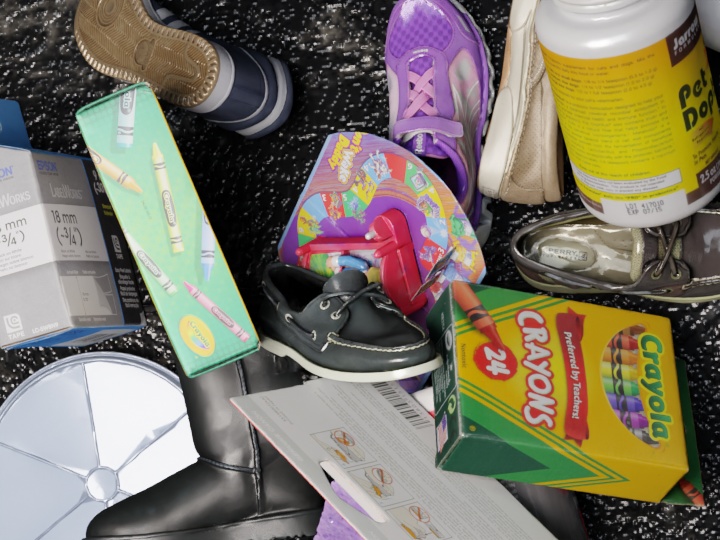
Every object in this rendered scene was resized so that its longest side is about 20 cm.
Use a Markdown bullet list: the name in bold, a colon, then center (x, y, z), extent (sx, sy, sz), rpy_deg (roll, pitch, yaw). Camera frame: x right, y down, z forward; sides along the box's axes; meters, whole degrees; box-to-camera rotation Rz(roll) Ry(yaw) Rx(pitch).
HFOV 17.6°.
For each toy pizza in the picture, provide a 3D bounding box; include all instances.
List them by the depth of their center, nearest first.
- **toy pizza**: center (-0.194, 0.162, 1.777), extent (0.199, 0.032, 0.201), rpy_deg (0, 90, 8)

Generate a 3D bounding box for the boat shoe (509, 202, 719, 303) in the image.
- **boat shoe**: center (0.203, -0.012, 1.647), extent (0.199, 0.065, 0.074), rpy_deg (-5, 87, 16)

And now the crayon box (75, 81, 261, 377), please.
- **crayon box**: center (-0.135, -0.027, 1.635), extent (0.058, 0.119, 0.201), rpy_deg (-23, 91, -4)

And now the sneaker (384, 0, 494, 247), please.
- **sneaker**: center (0.052, -0.106, 1.683), extent (0.080, 0.088, 0.201), rpy_deg (-5, 87, 18)

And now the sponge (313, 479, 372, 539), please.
- **sponge**: center (0.014, 0.225, 1.652), extent (0.111, 0.030, 0.200), rpy_deg (37, 144, 15)

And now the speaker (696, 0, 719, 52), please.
- **speaker**: center (0.299, -0.172, 1.613), extent (0.199, 0.081, 0.081), rpy_deg (26, 97, 16)

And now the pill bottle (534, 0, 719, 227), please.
- **pill bottle**: center (0.183, -0.136, 1.585), extent (0.109, 0.109, 0.201), rpy_deg (-7, 126, 17)

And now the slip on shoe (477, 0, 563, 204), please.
- **slip on shoe**: center (0.134, -0.146, 1.661), extent (0.060, 0.076, 0.201), rpy_deg (12, 86, 12)

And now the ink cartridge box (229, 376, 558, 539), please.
- **ink cartridge box**: center (0.021, 0.150, 1.531), extent (0.200, 0.173, 0.044), rpy_deg (44, 119, 24)

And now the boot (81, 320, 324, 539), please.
- **boot**: center (-0.115, 0.124, 1.714), extent (0.197, 0.073, 0.163), rpy_deg (-7, 83, -5)

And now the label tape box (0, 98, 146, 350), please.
- **label tape box**: center (-0.237, -0.045, 1.739), extent (0.063, 0.144, 0.201), rpy_deg (-16, 85, 16)

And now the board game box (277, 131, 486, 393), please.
- **board game box**: center (0.000, 0.000, 1.668), extent (0.158, 0.039, 0.200), rpy_deg (44, 133, 18)

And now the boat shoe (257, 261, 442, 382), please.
- **boat shoe**: center (-0.012, 0.030, 1.608), extent (0.074, 0.199, 0.066), rpy_deg (-12, 104, -24)

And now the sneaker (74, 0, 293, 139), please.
- **sneaker**: center (-0.130, -0.159, 1.755), extent (0.200, 0.108, 0.070), rpy_deg (35, 103, 45)

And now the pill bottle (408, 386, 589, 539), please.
- **pill bottle**: center (0.100, 0.173, 1.652), extent (0.110, 0.111, 0.201), rpy_deg (-17, 85, 16)

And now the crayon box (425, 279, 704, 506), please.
- **crayon box**: center (0.149, 0.085, 1.592), extent (0.199, 0.051, 0.127), rpy_deg (10, 53, -17)
